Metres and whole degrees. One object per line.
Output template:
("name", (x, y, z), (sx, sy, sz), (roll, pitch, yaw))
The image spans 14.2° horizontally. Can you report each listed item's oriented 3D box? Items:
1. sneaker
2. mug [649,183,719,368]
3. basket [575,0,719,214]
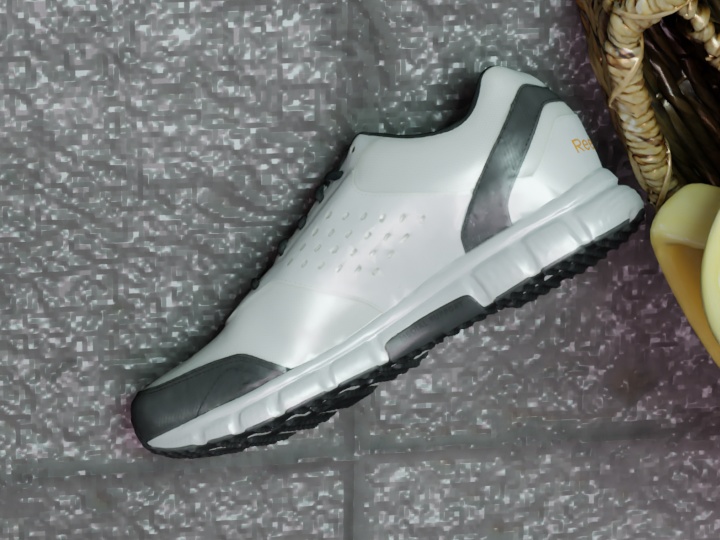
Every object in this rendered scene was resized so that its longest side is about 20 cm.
("sneaker", (0.000, 0.000, 1.029), (0.199, 0.074, 0.080), (-31, 83, 7))
("mug", (0.199, 0.023, 0.925), (0.149, 0.187, 0.153), (-31, 126, 3))
("basket", (0.171, -0.045, 0.989), (0.142, 0.149, 0.200), (-36, 112, 5))
